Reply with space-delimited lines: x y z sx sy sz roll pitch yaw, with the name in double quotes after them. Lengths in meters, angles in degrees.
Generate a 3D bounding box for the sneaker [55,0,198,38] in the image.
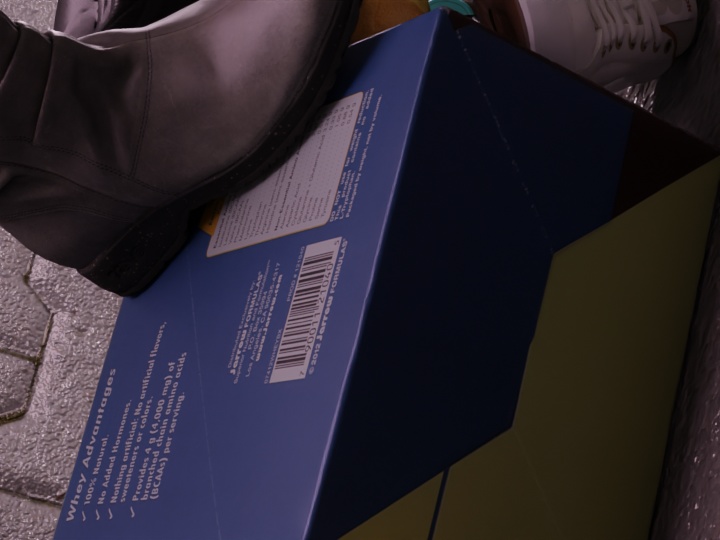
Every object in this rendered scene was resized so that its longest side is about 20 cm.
-0.102 -0.095 0.910 0.091 0.076 0.201 161 120 -66 "sneaker"

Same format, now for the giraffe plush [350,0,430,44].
-0.031 -0.117 1.015 0.172 0.162 0.201 -18 73 46 "giraffe plush"

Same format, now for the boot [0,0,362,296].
-0.097 -0.073 0.756 0.200 0.130 0.068 -45 33 34 "boot"

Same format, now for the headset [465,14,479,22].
0.075 -0.071 1.066 0.200 0.094 0.124 16 -94 -82 "headset"

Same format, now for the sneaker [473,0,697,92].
0.089 -0.107 0.817 0.200 0.084 0.073 3 -115 -84 "sneaker"

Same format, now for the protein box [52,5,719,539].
0.005 0.037 0.778 0.200 0.135 0.199 -14 57 57 "protein box"

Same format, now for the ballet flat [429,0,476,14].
0.044 -0.071 1.286 0.074 0.074 0.201 -140 69 -82 "ballet flat"
